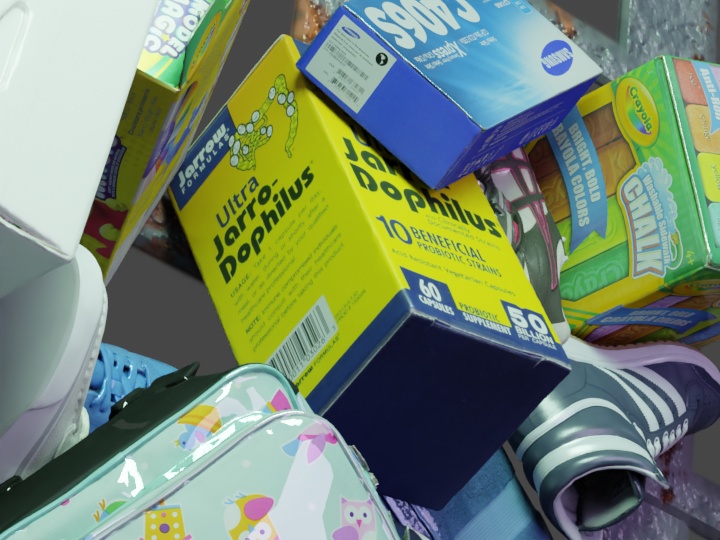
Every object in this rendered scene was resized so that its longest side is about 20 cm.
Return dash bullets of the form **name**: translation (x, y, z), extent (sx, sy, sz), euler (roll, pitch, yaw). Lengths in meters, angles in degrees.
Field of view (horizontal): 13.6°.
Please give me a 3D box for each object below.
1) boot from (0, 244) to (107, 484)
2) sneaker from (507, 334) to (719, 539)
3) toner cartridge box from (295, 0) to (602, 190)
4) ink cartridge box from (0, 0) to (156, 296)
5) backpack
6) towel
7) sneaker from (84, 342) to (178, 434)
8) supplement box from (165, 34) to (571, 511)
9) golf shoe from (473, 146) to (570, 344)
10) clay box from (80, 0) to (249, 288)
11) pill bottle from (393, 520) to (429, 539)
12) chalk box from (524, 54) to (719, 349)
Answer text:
- **boot**: translation (-0.144, 0.078, 1.319), extent (0.095, 0.200, 0.074), euler (11, 26, -47)
- **sneaker**: translation (0.146, 0.095, 1.630), extent (0.200, 0.070, 0.109), euler (10, 42, -47)
- **toner cartridge box**: translation (0.049, -0.102, 1.523), extent (0.095, 0.043, 0.200), euler (43, 23, 7)
- **ink cartridge box**: translation (-0.191, -0.050, 1.278), extent (0.086, 0.200, 0.148), euler (35, 52, -29)
- **backpack**: translation (-0.053, 0.157, 1.229), extent (0.176, 0.153, 0.201), euler (-35, 104, -23)
- **towel**: translation (0.048, 0.130, 1.565), extent (0.112, 0.048, 0.201), euler (-36, 100, -47)
- **sneaker**: translation (-0.133, 0.059, 1.393), extent (0.200, 0.078, 0.066), euler (12, 64, -43)
- **supplement box**: translation (0.000, 0.000, 1.469), extent (0.109, 0.110, 0.200), euler (19, 32, -39)
- **golf shoe**: translation (0.065, -0.032, 1.606), extent (0.088, 0.077, 0.200), euler (43, 26, -29)
- **clay box**: translation (-0.098, -0.085, 1.400), extent (0.047, 0.200, 0.115), euler (27, 49, 1)
- **pill bottle**: translation (-0.024, 0.162, 1.433), extent (0.200, 0.111, 0.112), euler (27, 56, -35)
- **chalk box**: translation (0.177, -0.036, 1.646), extent (0.124, 0.200, 0.125), euler (5, 65, -42)
